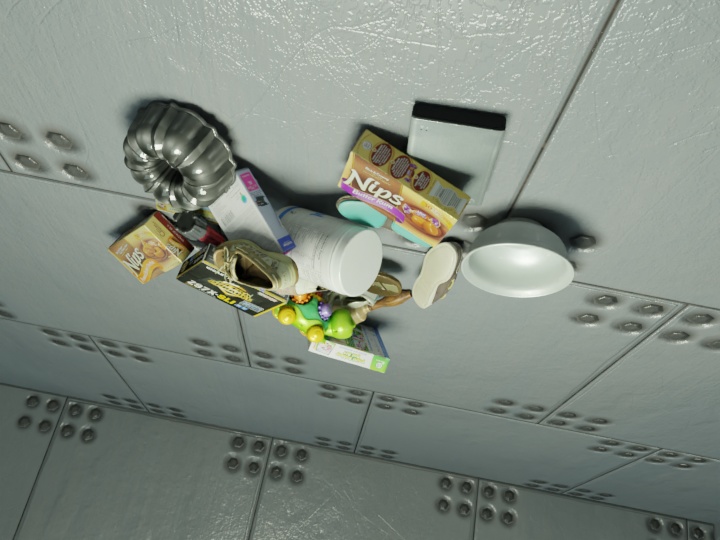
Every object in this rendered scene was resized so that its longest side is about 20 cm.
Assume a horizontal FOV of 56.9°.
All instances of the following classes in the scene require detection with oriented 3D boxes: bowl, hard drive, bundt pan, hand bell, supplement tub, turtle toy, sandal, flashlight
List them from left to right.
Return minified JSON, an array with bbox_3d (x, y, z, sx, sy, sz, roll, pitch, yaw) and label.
[{"bbox_3d":[-0.316,-0.180,1.132,0.201,0.076,0.202,15,141,12],"label":"bundt pan"},{"bbox_3d":[-0.302,-0.063,1.378,0.067,0.068,0.200,-19,157,14],"label":"flashlight"},{"bbox_3d":[-0.106,0.100,1.490,0.200,0.101,0.146,33,174,-14],"label":"turtle toy"},{"bbox_3d":[-0.073,-0.040,1.243,0.199,0.132,0.132,19,160,34],"label":"supplement tub"},{"bbox_3d":[0.000,0.000,1.445,0.199,0.054,0.080,16,151,23],"label":"sandal"},{"bbox_3d":[0.031,0.082,1.573,0.199,0.105,0.104,-19,142,23],"label":"hand bell"},{"bbox_3d":[0.143,-0.179,1.061,0.139,0.033,0.200,9,153,4],"label":"hard drive"},{"bbox_3d":[0.288,-0.034,1.218,0.200,0.091,0.201,8,152,5],"label":"bowl"}]

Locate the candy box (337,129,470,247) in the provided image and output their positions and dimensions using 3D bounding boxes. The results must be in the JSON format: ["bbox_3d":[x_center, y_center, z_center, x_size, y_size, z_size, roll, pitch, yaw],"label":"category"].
[{"bbox_3d":[0.067,-0.131,1.086,0.199,0.057,0.117,32,156,-1],"label":"candy box"}]

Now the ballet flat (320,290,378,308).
[{"bbox_3d":[-0.051,0.055,1.546,0.199,0.070,0.069,0,151,21],"label":"ballet flat"}]

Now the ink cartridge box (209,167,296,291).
[{"bbox_3d":[-0.193,-0.071,1.214,0.119,0.042,0.201,-34,85,44],"label":"ink cartridge box"}]

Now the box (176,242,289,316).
[{"bbox_3d":[-0.269,0.025,1.407,0.200,0.050,0.159,29,153,-26],"label":"box"}]

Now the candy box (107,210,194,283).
[{"bbox_3d":[-0.470,-0.048,1.486,0.200,0.055,0.116,-19,119,46],"label":"candy box"}]

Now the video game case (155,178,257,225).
[{"bbox_3d":[-0.306,-0.148,1.304,0.199,0.023,0.182,14,153,-6],"label":"video game case"}]

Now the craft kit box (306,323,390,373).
[{"bbox_3d":[-0.038,0.172,1.661,0.197,0.049,0.200,21,-168,-12],"label":"craft kit box"}]

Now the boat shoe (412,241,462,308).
[{"bbox_3d":[0.167,0.004,1.370,0.059,0.072,0.200,-21,152,-30],"label":"boat shoe"}]

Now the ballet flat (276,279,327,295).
[{"bbox_3d":[-0.109,0.019,1.381,0.067,0.068,0.200,13,-171,21],"label":"ballet flat"}]

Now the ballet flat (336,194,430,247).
[{"bbox_3d":[0.054,-0.104,1.191,0.199,0.076,0.068,19,140,-9],"label":"ballet flat"}]

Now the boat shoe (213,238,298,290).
[{"bbox_3d":[-0.200,-0.009,1.179,0.199,0.063,0.074,10,116,37],"label":"boat shoe"}]
